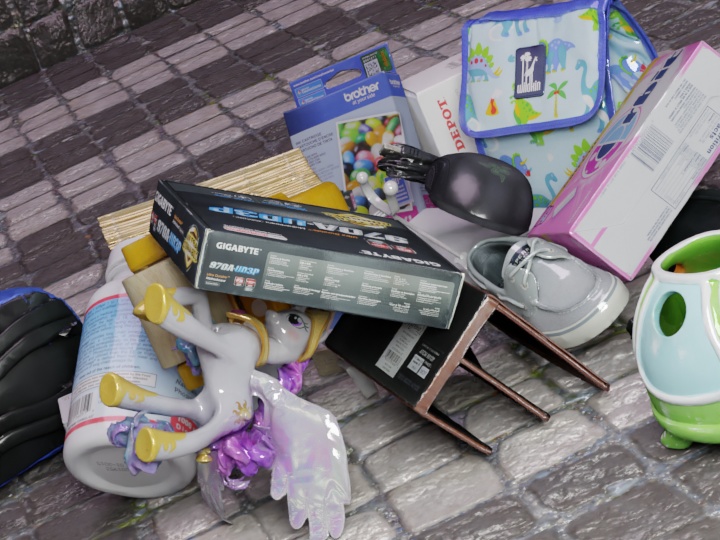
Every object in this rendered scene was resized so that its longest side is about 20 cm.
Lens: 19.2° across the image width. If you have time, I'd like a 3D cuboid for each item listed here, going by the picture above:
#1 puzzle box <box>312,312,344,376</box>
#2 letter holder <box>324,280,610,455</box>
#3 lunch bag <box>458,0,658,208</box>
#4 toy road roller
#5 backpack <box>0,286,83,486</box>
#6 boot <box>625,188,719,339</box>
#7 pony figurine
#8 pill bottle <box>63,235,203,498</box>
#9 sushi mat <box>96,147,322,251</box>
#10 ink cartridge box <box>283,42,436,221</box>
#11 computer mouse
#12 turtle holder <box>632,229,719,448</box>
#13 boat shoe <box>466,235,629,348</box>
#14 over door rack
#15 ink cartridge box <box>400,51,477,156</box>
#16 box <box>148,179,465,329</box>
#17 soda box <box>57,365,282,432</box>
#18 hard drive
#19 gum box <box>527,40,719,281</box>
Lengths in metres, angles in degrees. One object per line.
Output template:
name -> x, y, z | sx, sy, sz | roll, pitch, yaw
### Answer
puzzle box -> 0.036, 0.026, 1.911 | 0.133, 0.025, 0.200 | -17, 19, 15
letter holder -> 0.083, 0.073, 1.641 | 0.101, 0.142, 0.200 | -56, 24, -1
lunch bag -> 0.188, -0.145, 1.927 | 0.170, 0.201, 0.127 | -4, 21, 42
toy road roller -> -0.083, -0.001, 1.698 | 0.146, 0.123, 0.200 | -24, 3, 26
backpack -> -0.343, 0.101, 1.921 | 0.200, 0.163, 0.168 | -31, 17, -21
boot -> 0.263, 0.007, 1.643 | 0.198, 0.074, 0.162 | 0, 32, 47
pony figurine -> -0.094, 0.098, 1.561 | 0.166, 0.194, 0.200 | 4, 0, 42
pill bottle -> -0.178, 0.077, 1.753 | 0.108, 0.109, 0.201 | -13, 53, 25
sushi mat -> -0.129, -0.053, 1.885 | 0.199, 0.012, 0.096 | -20, 39, -11
ink cartridge box -> -0.001, -0.107, 2.041 | 0.119, 0.201, 0.042 | -20, -10, 26
computer mouse -> 0.095, -0.076, 1.809 | 0.138, 0.053, 0.200 | 19, 7, -12
turtle holder -> 0.259, 0.050, 1.423 | 0.141, 0.132, 0.186 | -24, 18, -7
boat shoe -> 0.138, 0.010, 1.681 | 0.070, 0.072, 0.201 | -49, 20, -10
over door rack -> 0.000, 0.000, 1.828 | 0.148, 0.067, 0.200 | -41, 40, -8
ink cartridge box -> 0.154, -0.152, 2.075 | 0.199, 0.147, 0.083 | -26, 16, -9
box -> -0.043, -0.013, 1.571 | 0.199, 0.046, 0.159 | 10, 13, -20
soda box -> -0.158, 0.107, 1.848 | 0.199, 0.064, 0.068 | -24, 19, -5
hard drive -> 0.115, -0.020, 1.882 | 0.199, 0.027, 0.132 | 1, 26, 33
gum box -> 0.229, -0.089, 1.710 | 0.200, 0.066, 0.113 | -54, 10, -8
